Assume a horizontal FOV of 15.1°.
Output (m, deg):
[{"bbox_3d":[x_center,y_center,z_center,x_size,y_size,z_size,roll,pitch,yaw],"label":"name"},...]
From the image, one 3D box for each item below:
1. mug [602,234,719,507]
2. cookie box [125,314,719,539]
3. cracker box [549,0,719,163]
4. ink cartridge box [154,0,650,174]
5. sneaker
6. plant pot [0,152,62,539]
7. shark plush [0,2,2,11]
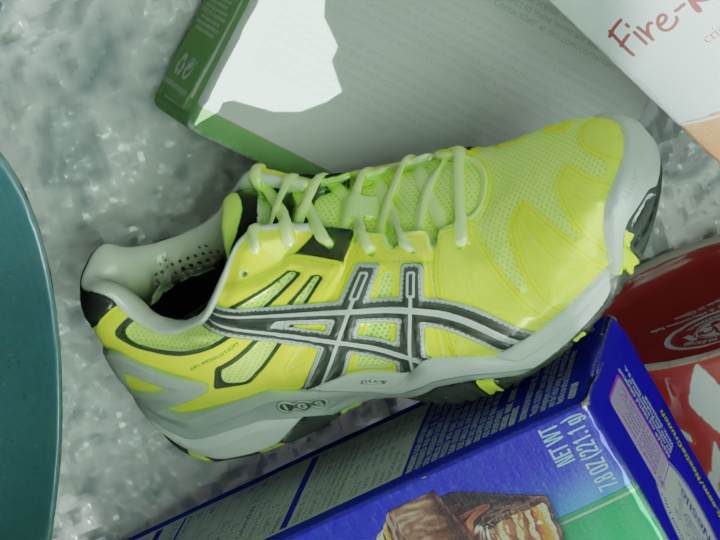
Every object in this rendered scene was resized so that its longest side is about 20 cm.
[{"bbox_3d":[0.136,0.106,0.935,0.177,0.133,0.200,-34,113,-34],"label":"mug"},{"bbox_3d":[0.031,0.137,0.882,0.200,0.075,0.171,-27,102,21],"label":"cookie box"},{"bbox_3d":[0.106,-0.131,0.816,0.134,0.058,0.200,-35,118,29],"label":"cracker box"},{"bbox_3d":[0.043,-0.108,0.888,0.145,0.048,0.200,26,95,-24],"label":"ink cartridge box"},{"bbox_3d":[0.000,0.000,0.843,0.200,0.076,0.076,-25,133,24],"label":"sneaker"},{"bbox_3d":[-0.186,0.054,0.796,0.134,0.200,0.201,3,109,16],"label":"plant pot"},{"bbox_3d":[-0.133,-0.174,0.785,0.091,0.083,0.201,4,105,-21],"label":"shark plush"}]
